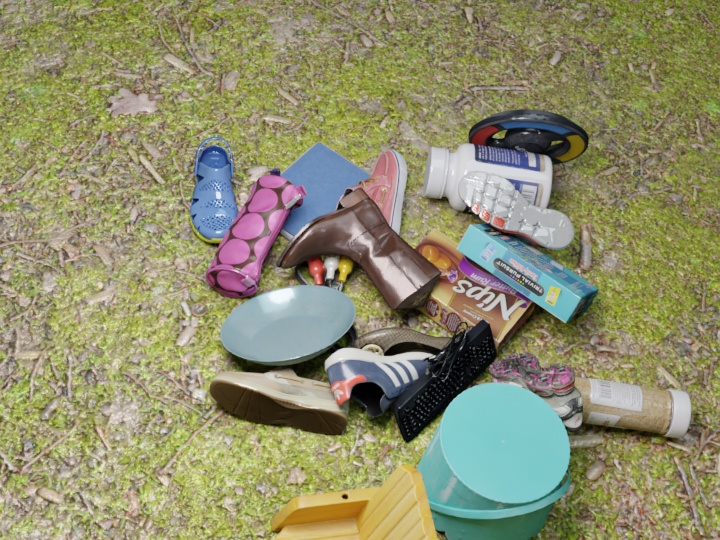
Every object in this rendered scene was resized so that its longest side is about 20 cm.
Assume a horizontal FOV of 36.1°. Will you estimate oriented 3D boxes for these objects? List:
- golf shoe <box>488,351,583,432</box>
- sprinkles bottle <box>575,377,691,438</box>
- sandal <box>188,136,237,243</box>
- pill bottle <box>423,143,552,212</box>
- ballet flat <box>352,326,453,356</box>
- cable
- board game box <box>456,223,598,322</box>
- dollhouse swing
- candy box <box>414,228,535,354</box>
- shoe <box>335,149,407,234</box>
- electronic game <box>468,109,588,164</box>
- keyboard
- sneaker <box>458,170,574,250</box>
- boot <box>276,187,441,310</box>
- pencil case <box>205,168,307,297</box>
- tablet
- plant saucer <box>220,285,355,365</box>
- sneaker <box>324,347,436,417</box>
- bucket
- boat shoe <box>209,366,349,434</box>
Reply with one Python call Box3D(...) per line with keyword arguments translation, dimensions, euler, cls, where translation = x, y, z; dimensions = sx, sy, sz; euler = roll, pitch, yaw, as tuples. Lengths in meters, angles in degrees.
Box3D(translation=(0.244, 0.173, 1.565), dimensions=(0.072, 0.200, 0.093), euler=(-23, 104, -16), cls="golf shoe")
Box3D(translation=(0.375, 0.196, 1.609), dimensions=(0.198, 0.069, 0.069), euler=(9, 52, -3), cls="sprinkles bottle")
Box3D(translation=(-0.232, -0.133, 1.746), dimensions=(0.079, 0.087, 0.202), euler=(-2, 55, -14), cls="sandal")
Box3D(translation=(0.207, -0.148, 1.816), dimensions=(0.198, 0.112, 0.112), euler=(9, 52, -4), cls="pill bottle")
Box3D(translation=(0.087, 0.122, 1.621), dimensions=(0.198, 0.068, 0.047), euler=(5, 48, -14), cls="ballet flat")
Box3D(translation=(-0.050, 0.036, 1.670), dimensions=(0.096, 0.051, 0.202), euler=(-2, 53, -4), cls="cable")
Box3D(translation=(0.259, 0.000, 1.702), dimensions=(0.199, 0.047, 0.151), euler=(35, 15, 17), cls="board game box")
Box3D(translation=(-0.012, 0.353, 1.355), dimensions=(0.180, 0.177, 0.202), euler=(-4, 54, -13), cls="dollhouse swing")
Box3D(translation=(0.157, 0.035, 1.703), dimensions=(0.199, 0.057, 0.117), euler=(34, 54, 18), cls="candy box")
Box3D(translation=(0.017, -0.126, 1.776), dimensions=(0.090, 0.071, 0.202), euler=(24, 52, -25), cls="shoe")
Box3D(translation=(0.277, -0.215, 1.831), dimensions=(0.198, 0.200, 0.042), euler=(7, 75, -4), cls="electronic game")
Box3D(translation=(0.126, 0.153, 1.563), dimensions=(0.200, 0.105, 0.039), euler=(-41, 39, -24), cls="keyboard")
Box3D(translation=(0.237, -0.083, 1.746), dimensions=(0.199, 0.082, 0.078), euler=(30, 78, -2), cls="sneaker")
Box3D(translation=(0.000, 0.000, 1.648), dimensions=(0.186, 0.064, 0.200), euler=(-39, 80, -10), cls="boot")
Box3D(translation=(-0.156, -0.053, 1.683), dimensions=(0.093, 0.091, 0.201), euler=(7, 57, 28), cls="pencil case")
Box3D(translation=(-0.080, -0.126, 1.812), dimensions=(0.130, 0.014, 0.200), euler=(34, 54, 16), cls="tablet")
Box3D(translation=(-0.102, 0.088, 1.598), dimensions=(0.199, 0.039, 0.202), euler=(-7, 30, 4), cls="plant saucer")
Box3D(translation=(0.044, 0.165, 1.562), dimensions=(0.198, 0.075, 0.085), euler=(4, 58, -25), cls="sneaker")
Box3D(translation=(0.180, 0.261, 1.483), dimensions=(0.205, 0.135, 0.209), euler=(4, 53, -5), cls="bucket")
Box3D(translation=(-0.111, 0.172, 1.546), dimensions=(0.198, 0.073, 0.065), euler=(14, 46, -7), cls="boat shoe")
